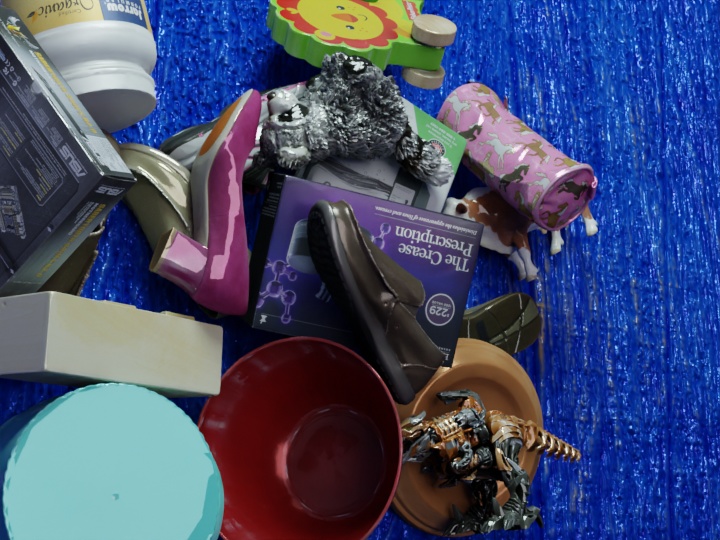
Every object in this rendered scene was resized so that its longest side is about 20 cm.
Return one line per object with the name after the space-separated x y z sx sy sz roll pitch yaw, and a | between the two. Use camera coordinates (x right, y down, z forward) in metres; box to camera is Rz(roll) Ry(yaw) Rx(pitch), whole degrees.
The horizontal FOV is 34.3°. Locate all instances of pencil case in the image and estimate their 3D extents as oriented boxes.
0.163 -0.123 1.245 0.083 0.087 0.200 28 16 -48 | pencil case

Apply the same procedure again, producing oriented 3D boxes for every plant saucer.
0.105 0.170 1.175 0.198 0.037 0.203 -1 92 -25 | plant saucer

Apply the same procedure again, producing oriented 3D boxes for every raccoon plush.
-0.006 -0.111 1.106 0.199 0.097 0.135 37 69 -11 | raccoon plush

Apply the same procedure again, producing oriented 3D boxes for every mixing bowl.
-0.040 0.169 1.060 0.108 0.198 0.203 35 50 -65 | mixing bowl

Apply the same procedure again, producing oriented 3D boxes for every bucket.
-0.219 0.193 0.965 0.205 0.135 0.210 9 71 -26 | bucket

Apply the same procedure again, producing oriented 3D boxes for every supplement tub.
-0.267 -0.234 1.064 0.143 0.144 0.202 -11 80 -30 | supplement tub

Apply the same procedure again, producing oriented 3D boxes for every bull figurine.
0.176 -0.058 1.300 0.199 0.065 0.122 -32 95 -30 | bull figurine

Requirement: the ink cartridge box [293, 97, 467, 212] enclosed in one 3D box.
0.007 -0.077 1.200 0.145 0.084 0.202 30 63 -17 | ink cartridge box

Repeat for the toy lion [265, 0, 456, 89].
-0.005 -0.262 1.224 0.189 0.069 0.201 7 36 -13 | toy lion

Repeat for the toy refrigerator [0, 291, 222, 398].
-0.211 0.064 0.993 0.199 0.075 0.071 18 70 -52 | toy refrigerator

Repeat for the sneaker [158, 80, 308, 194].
-0.111 -0.123 1.169 0.199 0.080 0.087 -33 111 -31 | sneaker

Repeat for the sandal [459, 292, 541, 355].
0.102 0.070 1.224 0.198 0.054 0.083 -21 100 -30 | sandal

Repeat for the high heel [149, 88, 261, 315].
-0.110 -0.063 1.060 0.095 0.067 0.202 30 66 -22 | high heel

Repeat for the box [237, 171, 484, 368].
0.000 0.000 1.089 0.198 0.079 0.143 12 95 -17 | box

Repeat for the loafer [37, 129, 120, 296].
-0.263 -0.031 1.014 0.072 0.071 0.202 18 88 -21 | loafer

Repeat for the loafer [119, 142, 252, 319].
-0.170 -0.035 1.096 0.200 0.076 0.068 46 53 -9 | loafer

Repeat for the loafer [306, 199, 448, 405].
0.016 0.019 1.024 0.071 0.073 0.201 -31 113 -14 | loafer

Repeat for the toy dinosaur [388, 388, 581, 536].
0.125 0.181 1.119 0.197 0.102 0.137 -3 75 -4 | toy dinosaur

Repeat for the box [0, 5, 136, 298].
-0.299 -0.096 0.970 0.201 0.158 0.048 51 19 17 | box
